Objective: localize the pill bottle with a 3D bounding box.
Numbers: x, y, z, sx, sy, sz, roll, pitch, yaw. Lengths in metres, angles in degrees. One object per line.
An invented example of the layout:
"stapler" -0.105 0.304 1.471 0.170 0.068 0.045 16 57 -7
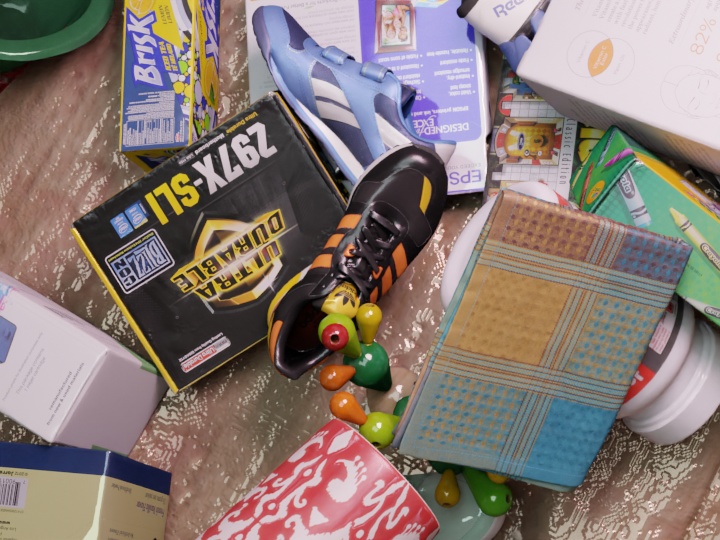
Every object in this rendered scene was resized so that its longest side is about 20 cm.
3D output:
"pill bottle" 0.164 0.035 1.352 0.200 0.116 0.116 34 87 -22

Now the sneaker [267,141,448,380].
"sneaker" 0.000 0.000 1.401 0.070 0.090 0.200 33 111 -13

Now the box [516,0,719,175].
"box" 0.241 -0.163 1.371 0.199 0.106 0.153 25 89 26

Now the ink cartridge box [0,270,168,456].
"ink cartridge box" -0.268 0.061 1.499 0.199 0.145 0.088 31 89 19

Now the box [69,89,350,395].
"box" -0.102 -0.023 1.488 0.199 0.049 0.160 -31 92 12

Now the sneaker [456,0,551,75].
"sneaker" 0.131 -0.258 1.462 0.115 0.081 0.200 31 74 -9

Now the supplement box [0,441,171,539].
"supplement box" -0.269 0.239 1.463 0.199 0.134 0.201 3 78 16

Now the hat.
"hat" -0.318 -0.185 1.639 0.199 0.176 0.166 -25 64 -31

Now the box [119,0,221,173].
"box" -0.155 -0.186 1.564 0.064 0.070 0.201 -2 77 14

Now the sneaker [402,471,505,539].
"sneaker" 0.004 0.187 1.407 0.199 0.118 0.074 -12 73 12

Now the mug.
"mug" -0.050 0.216 1.317 0.200 0.178 0.133 -44 68 -11

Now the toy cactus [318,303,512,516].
"toy cactus" 0.038 0.092 1.389 0.200 0.165 0.102 36 91 -15

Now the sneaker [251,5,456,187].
"sneaker" -0.006 -0.135 1.465 0.082 0.074 0.200 -41 84 12

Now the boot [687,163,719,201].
"boot" 0.320 -0.124 1.416 0.174 0.069 0.201 -28 74 7

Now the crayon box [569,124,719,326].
"crayon box" 0.244 -0.011 1.335 0.200 0.119 0.058 37 102 -9

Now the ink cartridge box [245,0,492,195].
"ink cartridge box" 0.006 -0.148 1.522 0.197 0.043 0.201 -5 81 15

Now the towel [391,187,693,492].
"towel" 0.121 0.051 1.278 0.146 0.022 0.201 15 112 -17

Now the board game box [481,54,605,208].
"board game box" 0.151 -0.092 1.456 0.104 0.023 0.201 3 63 12
